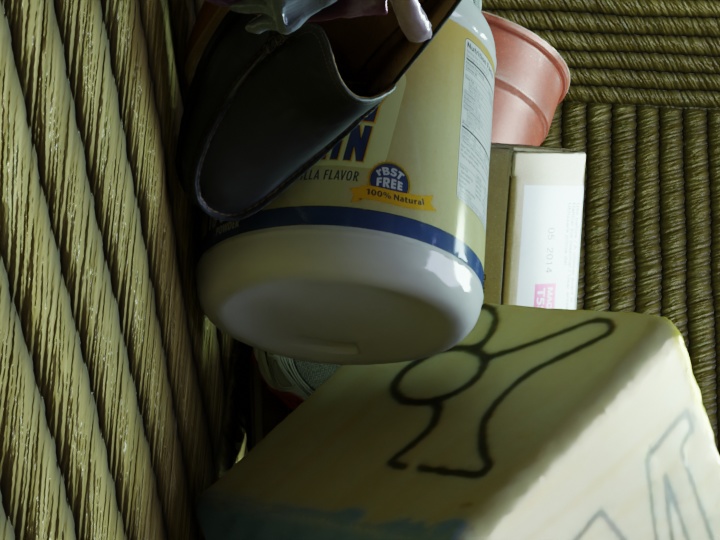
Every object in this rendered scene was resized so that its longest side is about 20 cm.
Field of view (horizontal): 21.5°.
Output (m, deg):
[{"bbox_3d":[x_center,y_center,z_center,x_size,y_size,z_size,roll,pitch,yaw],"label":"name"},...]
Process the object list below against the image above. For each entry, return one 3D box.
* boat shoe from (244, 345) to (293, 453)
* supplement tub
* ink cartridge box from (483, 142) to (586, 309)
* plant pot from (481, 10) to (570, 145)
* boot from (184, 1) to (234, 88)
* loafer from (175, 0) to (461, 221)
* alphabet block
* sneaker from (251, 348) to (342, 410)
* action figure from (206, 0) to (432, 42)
[{"bbox_3d":[-0.032,0.060,1.164,0.200,0.067,0.073,-75,167,-68],"label":"boat shoe"},{"bbox_3d":[-0.004,-0.067,0.961,0.145,0.143,0.202,82,12,-67],"label":"supplement tub"},{"bbox_3d":[0.067,0.012,1.279,0.164,0.075,0.202,11,-81,49],"label":"ink cartridge box"},{"bbox_3d":[0.059,-0.089,1.578,0.201,0.199,0.197,81,21,-68],"label":"plant pot"},{"bbox_3d":[-0.037,-0.191,0.889,0.071,0.201,0.144,19,29,-48],"label":"boot"},{"bbox_3d":[-0.015,-0.095,0.821,0.201,0.072,0.073,-54,-148,23],"label":"loafer"},{"bbox_3d":[0.067,0.150,1.000,0.200,0.194,0.198,-40,121,-36],"label":"alphabet block"},{"bbox_3d":[0.000,0.000,1.107,0.082,0.078,0.201,-37,-157,52],"label":"sneaker"},{"bbox_3d":[-0.020,-0.198,0.756,0.135,0.148,0.201,80,26,-44],"label":"action figure"}]
